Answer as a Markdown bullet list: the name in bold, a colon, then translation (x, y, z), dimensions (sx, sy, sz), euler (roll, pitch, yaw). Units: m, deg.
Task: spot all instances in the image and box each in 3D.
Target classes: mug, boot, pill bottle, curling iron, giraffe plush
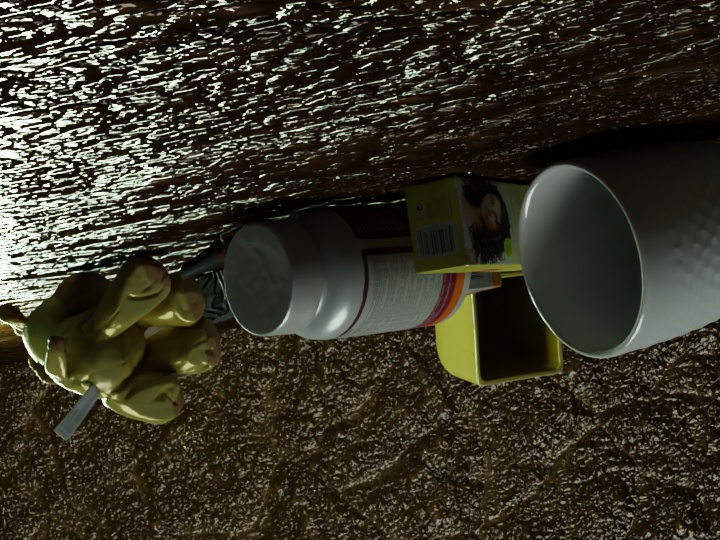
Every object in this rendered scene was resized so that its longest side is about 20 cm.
- **mug**: translation (0.218, -0.036, 1.142), dimensions (0.174, 0.149, 0.200), euler (-14, -150, -29)
- **boot**: translation (-0.166, 0.046, 1.825), dimensions (0.199, 0.077, 0.168), euler (-18, 168, 32)
- **pill bottle**: translation (-0.010, 0.000, 1.247), dimensions (0.199, 0.111, 0.109), euler (-5, 175, -42)
- **curling iron**: translation (-0.126, -0.019, 1.331), dimensions (0.049, 0.026, 0.200), euler (-14, 178, -26)
- **giraffe plush**: translation (-0.263, 0.067, 1.476), dimensions (0.200, 0.173, 0.162), euler (-38, -145, -24)

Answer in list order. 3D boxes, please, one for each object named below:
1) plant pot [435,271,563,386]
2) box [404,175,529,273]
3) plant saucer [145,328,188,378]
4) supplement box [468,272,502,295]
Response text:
- **plant pot**: translation (0.235, 0.096, 2.763), dimensions (0.193, 0.197, 0.200), euler (-6, -175, -30)
- **box**: translation (0.104, -0.036, 1.245), dimensions (0.050, 0.076, 0.200), euler (-10, 177, 26)
- **plant saucer**: translation (-0.274, 0.069, 1.718), dimensions (0.198, 0.032, 0.201), euler (9, 150, 5)
- **supplement box**: translation (0.042, 0.002, 1.672), dimensions (0.198, 0.074, 0.126), euler (-7, 175, -17)
